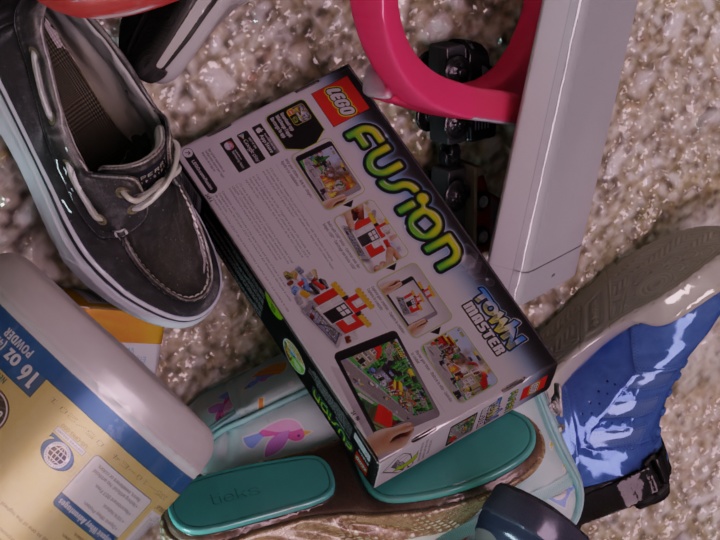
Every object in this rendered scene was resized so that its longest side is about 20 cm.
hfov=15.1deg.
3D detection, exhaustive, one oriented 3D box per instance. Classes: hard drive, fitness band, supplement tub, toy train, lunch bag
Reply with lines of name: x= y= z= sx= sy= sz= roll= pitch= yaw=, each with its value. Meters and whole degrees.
hard drive: x=0.112 y=-0.088 z=1.455 sx=0.132 sy=0.027 sz=0.201 roll=-22 pitch=125 yaw=-70
fitness band: x=0.053 y=-0.150 z=1.392 sx=0.200 sy=0.037 sz=0.144 roll=7 pitch=91 yaw=-57
supplement tub: x=-0.183 y=0.107 z=1.290 sx=0.200 sy=0.145 sz=0.145 roll=-48 pitch=122 yaw=-4
toy train: x=0.055 y=-0.029 z=1.487 sx=0.046 sy=0.034 sz=0.201 roll=-14 pitch=112 yaw=-37
lunch bag: x=0.017 y=0.107 z=1.450 sx=0.200 sy=0.077 sz=0.161 roll=-25 pitch=107 yaw=0

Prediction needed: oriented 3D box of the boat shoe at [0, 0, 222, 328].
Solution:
boat shoe: x=-0.124 y=-0.051 z=1.339 sx=0.072 sy=0.071 sz=0.200 roll=-49 pitch=117 yaw=-30

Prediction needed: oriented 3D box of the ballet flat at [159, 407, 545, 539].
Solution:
ballet flat: x=-0.002 y=0.119 z=1.387 sx=0.199 sy=0.071 sz=0.065 roll=-11 pitch=134 yaw=-2

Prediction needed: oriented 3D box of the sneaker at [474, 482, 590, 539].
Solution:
sneaker: x=0.077 y=0.178 z=1.373 sx=0.082 sy=0.070 sz=0.200 roll=-51 pitch=158 yaw=-20

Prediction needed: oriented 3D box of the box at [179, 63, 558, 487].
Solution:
box: x=0.000 y=0.000 z=1.384 sx=0.110 sy=0.200 sz=0.035 roll=-27 pitch=159 yaw=-18

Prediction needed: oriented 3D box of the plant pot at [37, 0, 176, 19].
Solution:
plant pot: x=-0.111 y=-0.225 z=1.228 sx=0.200 sy=0.200 sz=0.183 roll=-34 pitch=115 yaw=-15

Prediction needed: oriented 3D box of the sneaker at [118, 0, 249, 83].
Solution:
sneaker: x=-0.029 y=-0.159 z=1.372 sx=0.115 sy=0.076 sz=0.201 roll=36 pitch=85 yaw=-30

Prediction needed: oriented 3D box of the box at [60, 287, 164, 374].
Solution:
box: x=-0.176 y=0.107 z=1.402 sx=0.119 sy=0.041 sz=0.201 roll=4 pitch=106 yaw=-30

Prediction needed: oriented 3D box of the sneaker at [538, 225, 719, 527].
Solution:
sneaker: x=0.156 y=0.069 z=1.544 sx=0.200 sy=0.077 sz=0.111 roll=-39 pitch=114 yaw=-7
